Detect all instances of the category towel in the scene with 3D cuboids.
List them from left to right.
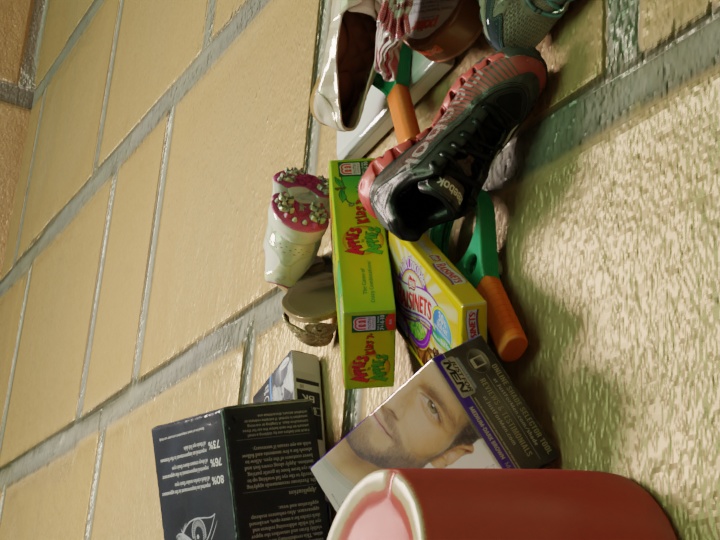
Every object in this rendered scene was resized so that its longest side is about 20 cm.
[{"bbox_3d":[0.052,-0.279,1.168,0.146,0.030,0.202,96,-170,-83],"label":"towel"}]

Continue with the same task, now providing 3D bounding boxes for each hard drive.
[{"bbox_3d":[0.033,-0.213,1.359,0.200,0.026,0.133,-42,41,51],"label":"hard drive"}]

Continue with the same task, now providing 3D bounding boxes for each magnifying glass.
[{"bbox_3d":[0.034,-0.186,1.290,0.080,0.022,0.201,-55,30,37],"label":"magnifying glass"},{"bbox_3d":[0.098,0.001,1.095,0.080,0.022,0.201,-61,29,28],"label":"magnifying glass"}]

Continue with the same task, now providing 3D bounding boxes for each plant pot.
[{"bbox_3d":[0.079,0.212,0.852,0.200,0.176,0.202,-42,40,49],"label":"plant pot"}]

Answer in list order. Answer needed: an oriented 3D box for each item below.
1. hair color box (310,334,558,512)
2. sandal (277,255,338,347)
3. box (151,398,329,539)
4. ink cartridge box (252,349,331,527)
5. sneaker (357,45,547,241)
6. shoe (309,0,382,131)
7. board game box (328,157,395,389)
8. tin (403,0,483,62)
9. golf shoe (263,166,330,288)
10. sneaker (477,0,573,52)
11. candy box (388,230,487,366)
[{"bbox_3d":[0.051,0.149,1.027,0.110,0.065,0.200,57,136,14],"label":"hair color box"},{"bbox_3d":[-0.045,0.042,1.361,0.212,0.077,0.070,-130,26,-69],"label":"sandal"},{"bbox_3d":[-0.112,0.233,1.252,0.148,0.104,0.202,-19,76,52],"label":"box"},{"bbox_3d":[-0.072,0.191,1.344,0.100,0.039,0.201,-50,35,41],"label":"ink cartridge box"},{"bbox_3d":[0.084,-0.099,1.095,0.200,0.071,0.098,-43,30,16],"label":"sneaker"},{"bbox_3d":[0.002,-0.231,1.282,0.053,0.069,0.202,-131,52,-61],"label":"shoe"},{"bbox_3d":[0.000,0.000,1.222,0.201,0.047,0.102,-96,4,-45],"label":"board game box"},{"bbox_3d":[0.092,-0.295,1.235,0.112,0.042,0.202,6,77,59],"label":"tin"},{"bbox_3d":[-0.070,-0.048,1.382,0.200,0.075,0.092,-72,0,-70],"label":"golf shoe"},{"bbox_3d":[0.162,-0.254,1.054,0.201,0.077,0.087,-63,31,26],"label":"sneaker"},{"bbox_3d":[0.062,0.036,1.105,0.200,0.026,0.103,-127,34,-64],"label":"candy box"}]
